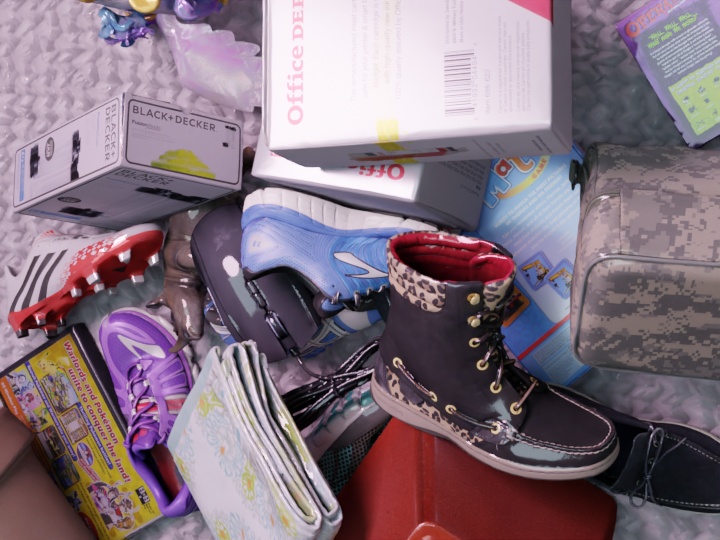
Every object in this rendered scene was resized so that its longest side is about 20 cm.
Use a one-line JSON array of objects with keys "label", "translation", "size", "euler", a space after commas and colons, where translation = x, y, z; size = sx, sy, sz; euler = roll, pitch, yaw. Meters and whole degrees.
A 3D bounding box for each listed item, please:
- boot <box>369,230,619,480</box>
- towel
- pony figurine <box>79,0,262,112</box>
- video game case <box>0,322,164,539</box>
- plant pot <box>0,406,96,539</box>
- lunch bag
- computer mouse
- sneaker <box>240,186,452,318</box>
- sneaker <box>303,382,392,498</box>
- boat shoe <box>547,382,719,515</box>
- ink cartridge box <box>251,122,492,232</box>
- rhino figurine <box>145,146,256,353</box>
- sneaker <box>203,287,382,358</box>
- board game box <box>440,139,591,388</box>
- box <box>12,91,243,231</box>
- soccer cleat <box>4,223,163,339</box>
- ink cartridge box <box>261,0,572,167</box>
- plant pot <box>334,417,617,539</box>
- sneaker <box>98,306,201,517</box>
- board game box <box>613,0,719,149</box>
[{"label": "boot", "translation": [0.097, 0.061, 0.943], "size": [0.199, 0.073, 0.151], "euler": [21, 131, 26]}, {"label": "towel", "translation": [-0.090, 0.169, 1.037], "size": [0.172, 0.048, 0.200], "euler": [61, 150, 22]}, {"label": "pony figurine", "translation": [-0.148, -0.233, 1.089], "size": [0.192, 0.200, 0.167], "euler": [11, 91, 3]}, {"label": "video game case", "translation": [-0.291, 0.181, 1.241], "size": [0.180, 0.025, 0.201], "euler": [-32, 83, 19]}, {"label": "plant pot", "translation": [-0.327, 0.252, 1.162], "size": [0.175, 0.200, 0.200], "euler": [44, 108, -7]}, {"label": "lunch bag", "translation": [0.252, -0.021, 0.942], "size": [0.199, 0.168, 0.140], "euler": [4, 140, 6]}, {"label": "computer mouse", "translation": [-0.052, 0.017, 1.051], "size": [0.140, 0.046, 0.201], "euler": [-27, 77, 2]}, {"label": "sneaker", "translation": [0.000, 0.000, 1.017], "size": [0.199, 0.079, 0.090], "euler": [12, 80, -1]}, {"label": "sneaker", "translation": [-0.013, 0.173, 1.125], "size": [0.091, 0.078, 0.200], "euler": [42, 112, -2]}, {"label": "boat shoe", "translation": [0.217, 0.148, 1.022], "size": [0.199, 0.062, 0.075], "euler": [22, 107, 0]}, {"label": "ink cartridge box", "translation": [0.025, -0.145, 1.016], "size": [0.145, 0.145, 0.201], "euler": [10, 88, 24]}, {"label": "rhino figurine", "translation": [-0.142, -0.021, 1.150], "size": [0.087, 0.060, 0.201], "euler": [25, 104, 41]}, {"label": "sneaker", "translation": [-0.031, 0.028, 1.120], "size": [0.199, 0.077, 0.076], "euler": [-9, 47, 8]}, {"label": "board game box", "translation": [0.150, -0.019, 1.060], "size": [0.151, 0.037, 0.200], "euler": [-42, 81, 18]}, {"label": "box", "translation": [-0.200, -0.086, 1.091], "size": [0.200, 0.116, 0.060], "euler": [-13, 72, 49]}, {"label": "soccer cleat", "translation": [-0.258, -0.008, 1.176], "size": [0.200, 0.068, 0.086], "euler": [-31, 69, 34]}, {"label": "ink cartridge box", "translation": [0.040, -0.151, 0.886], "size": [0.199, 0.083, 0.146], "euler": [-2, 83, 19]}, {"label": "plant pot", "translation": [0.073, 0.241, 1.008], "size": [0.200, 0.176, 0.200], "euler": [33, 106, -4]}, {"label": "sneaker", "translation": [-0.184, 0.127, 1.168], "size": [0.080, 0.083, 0.201], "euler": [-27, 84, 20]}, {"label": "board game box", "translation": [0.311, -0.194, 0.993], "size": [0.200, 0.032, 0.120], "euler": [-31, 88, 18]}]
